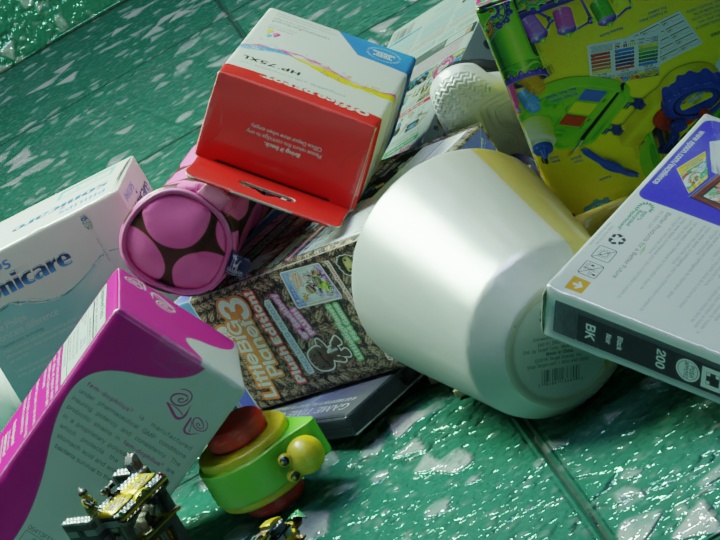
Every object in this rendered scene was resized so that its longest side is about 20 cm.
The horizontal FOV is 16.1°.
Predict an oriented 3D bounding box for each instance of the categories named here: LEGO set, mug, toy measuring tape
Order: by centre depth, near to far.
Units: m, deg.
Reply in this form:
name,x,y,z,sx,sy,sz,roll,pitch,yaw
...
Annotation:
name,x,y,z,sx,sy,sz,roll,pitch,yaw
LEGO set,-0.130,0.185,1.487,0.200,0.116,0.154,-41,20,-31
mug,0.103,0.004,1.573,0.187,0.149,0.153,-49,31,-1
toy measuring tape,-0.092,0.127,1.682,0.074,0.074,0.200,-40,20,-32

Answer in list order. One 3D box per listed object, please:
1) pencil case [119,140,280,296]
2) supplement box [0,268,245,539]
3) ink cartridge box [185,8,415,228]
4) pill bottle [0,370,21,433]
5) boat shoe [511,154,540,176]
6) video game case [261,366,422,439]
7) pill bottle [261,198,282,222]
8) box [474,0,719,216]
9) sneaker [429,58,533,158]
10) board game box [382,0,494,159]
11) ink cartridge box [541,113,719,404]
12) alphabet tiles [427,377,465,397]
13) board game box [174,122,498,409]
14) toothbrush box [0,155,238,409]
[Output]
name,x,y,z,sx,sy,sz,roll,pitch,yaw
pencil case,-0.096,-0.055,1.787,0.094,0.091,0.200,-60,1,26
supplement box,-0.172,0.115,1.660,0.200,0.101,0.103,-53,14,11
ink cartridge box,-0.039,-0.106,1.746,0.116,0.067,0.200,19,24,3
pill bottle,-0.291,0.088,2.045,0.200,0.113,0.113,-8,27,51
boat shoe,0.104,-0.078,1.956,0.068,0.072,0.200,-34,24,-20
video game case,0.018,0.056,1.775,0.200,0.019,0.143,-42,16,-32
pill bottle,-0.098,0.001,1.975,0.114,0.115,0.200,-37,19,-25
box,0.198,-0.143,1.664,0.199,0.193,0.122,-18,26,10
sneaker,0.112,-0.144,1.822,0.200,0.114,0.075,9,-39,-44
board game box,0.058,-0.124,1.949,0.147,0.064,0.200,-29,28,49
ink cartridge box,0.239,0.003,1.471,0.199,0.044,0.198,21,45,27
alphabet tiles,0.143,0.023,1.698,0.199,0.008,0.167,-19,20,31
board game box,0.000,0.000,1.766,0.200,0.097,0.159,-19,19,45
toothbrush box,-0.184,0.042,1.848,0.146,0.200,0.085,-27,17,12
